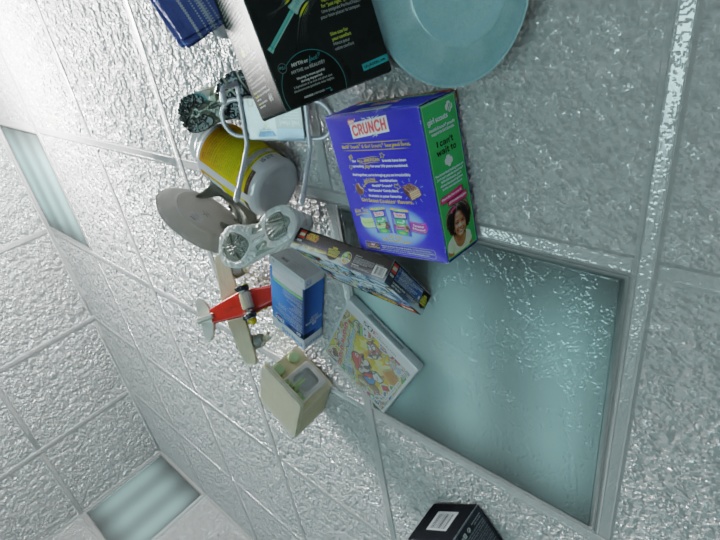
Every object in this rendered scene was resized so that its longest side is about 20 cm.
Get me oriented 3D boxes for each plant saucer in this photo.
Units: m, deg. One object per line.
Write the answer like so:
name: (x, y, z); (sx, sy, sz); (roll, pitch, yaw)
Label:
plant saucer: (0.093, -0.300, 0.538); (0.200, 0.039, 0.203); (28, 136, 31)

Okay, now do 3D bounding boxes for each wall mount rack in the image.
wall mount rack: (-0.140, -0.197, 0.790); (0.197, 0.075, 0.176); (6, 120, 17)

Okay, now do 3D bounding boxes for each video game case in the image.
video game case: (0.018, 0.168, 0.999); (0.182, 0.023, 0.201); (44, 143, 15)

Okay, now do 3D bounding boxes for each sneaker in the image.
sneaker: (-0.163, -0.052, 0.903); (0.198, 0.099, 0.079); (-15, 84, 30)
sneaker: (-0.209, -0.292, 0.857); (0.197, 0.087, 0.079); (-4, 118, 23)

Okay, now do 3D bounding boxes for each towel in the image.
towel: (-0.184, -0.394, 0.661); (0.146, 0.199, 0.024); (54, 172, 0)

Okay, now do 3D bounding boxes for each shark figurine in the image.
shark figurine: (-0.232, -0.122, 1.034); (0.090, 0.127, 0.216); (-50, 58, 28)

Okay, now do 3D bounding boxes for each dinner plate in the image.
dinner plate: (-0.313, -0.108, 1.034); (0.200, 0.200, 0.024); (45, 115, 13)

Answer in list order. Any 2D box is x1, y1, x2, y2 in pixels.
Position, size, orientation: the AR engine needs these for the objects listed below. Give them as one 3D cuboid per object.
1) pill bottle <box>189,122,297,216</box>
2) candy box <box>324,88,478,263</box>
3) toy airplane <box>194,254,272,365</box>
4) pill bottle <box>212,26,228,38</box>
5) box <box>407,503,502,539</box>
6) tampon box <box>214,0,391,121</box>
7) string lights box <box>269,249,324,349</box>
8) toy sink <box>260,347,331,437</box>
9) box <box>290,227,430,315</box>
pill bottle: (-0.213, -0.188, 0.909); (0.199, 0.109, 0.110); (35, 140, 24)
candy box: (0.055, -0.123, 0.686); (0.168, 0.077, 0.202); (12, 127, 45)
toy airplane: (-0.275, 0.085, 1.163); (0.198, 0.140, 0.203); (29, 110, 25)
pill bottle: (-0.224, -0.443, 0.726); (0.201, 0.106, 0.106); (53, 144, 2)
box: (0.218, 0.586, 1.028); (0.201, 0.107, 0.148); (54, 143, 0)
tampon box: (-0.078, -0.305, 0.608); (0.126, 0.148, 0.203); (23, 136, 64)
string lights box: (-0.130, 0.055, 1.047); (0.102, 0.059, 0.202); (34, 139, 27)
toy sink: (-0.150, 0.273, 1.196); (0.130, 0.112, 0.201); (40, 146, 19)
box: (0.000, 0.000, 0.816); (0.198, 0.040, 0.137); (21, 168, 37)
